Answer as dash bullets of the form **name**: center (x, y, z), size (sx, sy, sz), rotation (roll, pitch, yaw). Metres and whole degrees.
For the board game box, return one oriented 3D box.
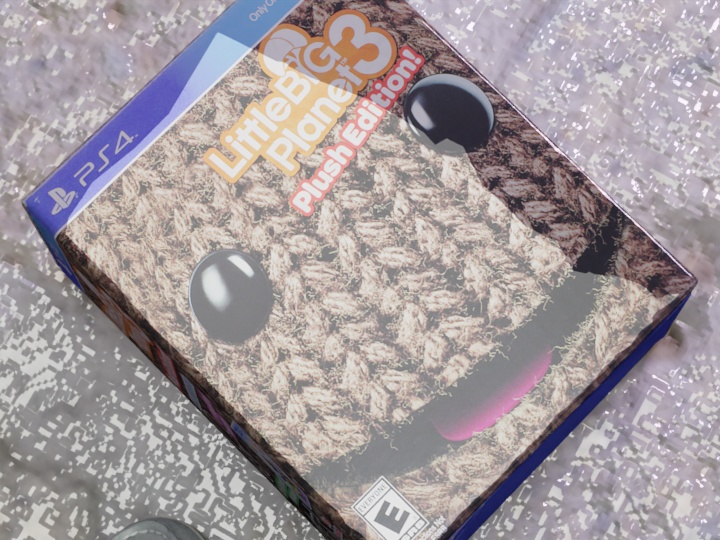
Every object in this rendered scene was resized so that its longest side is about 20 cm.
- **board game box**: center (0.000, 0.000, 0.823), size (0.200, 0.097, 0.159), rotation (44, 80, 10)

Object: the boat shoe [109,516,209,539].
- **boat shoe**: center (-0.081, 0.153, 0.744), size (0.070, 0.072, 0.201), rotation (-11, 41, 11)
